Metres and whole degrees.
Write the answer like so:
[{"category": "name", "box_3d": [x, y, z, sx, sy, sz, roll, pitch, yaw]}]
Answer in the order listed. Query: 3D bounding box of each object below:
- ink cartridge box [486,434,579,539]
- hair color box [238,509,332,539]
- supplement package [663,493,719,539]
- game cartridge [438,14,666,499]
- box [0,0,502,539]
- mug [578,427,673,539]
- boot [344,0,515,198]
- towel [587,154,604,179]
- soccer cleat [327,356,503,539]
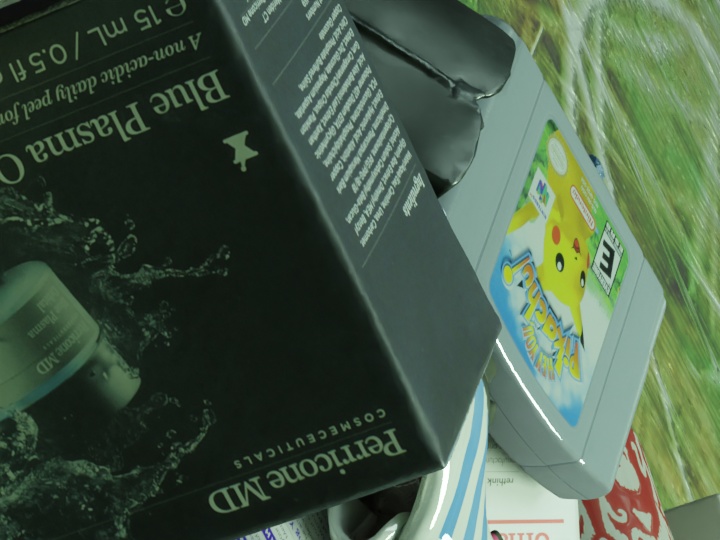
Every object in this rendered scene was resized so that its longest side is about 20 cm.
[{"category": "ink cartridge box", "box_3d": [0.035, 0.081, 1.358, 0.116, 0.067, 0.200, 3, 82, -36]}, {"category": "hair color box", "box_3d": [-0.062, 0.109, 1.182, 0.109, 0.065, 0.200, 64, 18, -17]}, {"category": "supplement package", "box_3d": [0.187, 0.241, 1.635, 0.117, 0.117, 0.200, 31, 43, -60]}, {"category": "game cartridge", "box_3d": [0.074, 0.003, 1.305, 0.200, 0.040, 0.133, 56, 44, -38]}, {"category": "box", "box_3d": [-0.085, -0.009, 1.034, 0.200, 0.196, 0.117, 63, 21, -17]}, {"category": "mug", "box_3d": [0.104, 0.174, 1.468, 0.178, 0.133, 0.200, 44, 28, -55]}, {"category": "boot", "box_3d": [-0.024, -0.133, 1.116, 0.200, 0.066, 0.165, 32, 65, -7]}, {"category": "towel", "box_3d": [0.047, 0.015, 1.446, 0.200, 0.049, 0.112, -21, 95, -35]}, {"category": "soccer cleat", "box_3d": [0.020, 0.116, 1.230, 0.086, 0.070, 0.200, -38, 130, -40]}]
